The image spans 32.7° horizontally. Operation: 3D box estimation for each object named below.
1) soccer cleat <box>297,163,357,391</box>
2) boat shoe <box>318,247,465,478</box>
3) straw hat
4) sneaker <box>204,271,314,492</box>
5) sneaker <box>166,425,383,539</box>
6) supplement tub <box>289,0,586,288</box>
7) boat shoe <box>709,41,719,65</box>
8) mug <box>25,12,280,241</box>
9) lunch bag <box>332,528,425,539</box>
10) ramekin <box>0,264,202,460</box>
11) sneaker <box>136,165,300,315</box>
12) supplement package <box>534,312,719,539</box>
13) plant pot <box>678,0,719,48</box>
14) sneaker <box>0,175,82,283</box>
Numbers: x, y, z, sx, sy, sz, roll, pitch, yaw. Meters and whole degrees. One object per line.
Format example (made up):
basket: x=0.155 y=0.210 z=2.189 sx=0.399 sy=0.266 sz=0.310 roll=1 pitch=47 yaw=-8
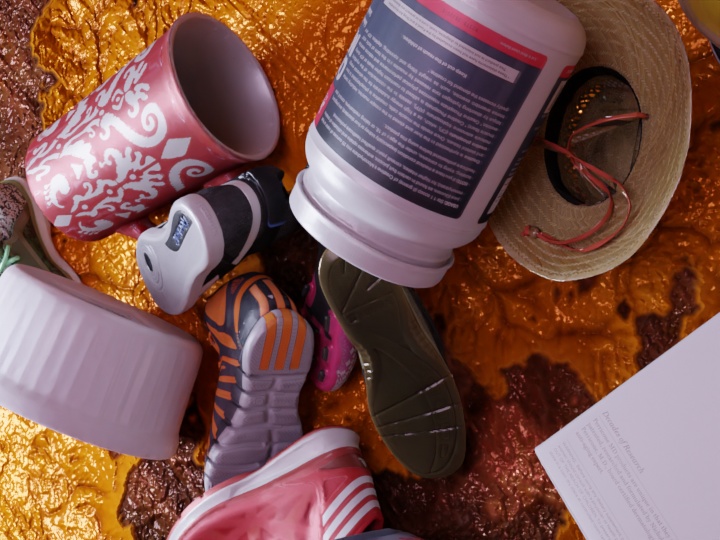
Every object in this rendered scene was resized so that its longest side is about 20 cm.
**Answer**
soccer cleat: x=0.000 y=0.000 z=0.964 sx=0.070 sy=0.085 sz=0.203 roll=37 pitch=128 yaw=55
boat shoe: x=0.030 y=0.057 z=0.915 sx=0.071 sy=0.066 sz=0.203 roll=-19 pitch=109 yaw=19
straw hat: x=0.171 y=-0.089 z=0.853 sx=0.200 sy=0.084 sz=0.204 roll=-11 pitch=75 yaw=47
sneaker: x=-0.093 y=0.093 z=1.012 sx=0.112 sy=0.077 sz=0.202 roll=53 pitch=131 yaw=51
sneaker: x=-0.068 y=0.218 z=0.959 sx=0.199 sy=0.078 sz=0.116 roll=-40 pitch=53 yaw=20
supplement tub: x=0.048 y=-0.106 z=0.824 sx=0.140 sy=0.140 sz=0.202 roll=40 pitch=113 yaw=28
boat shoe: x=0.252 y=-0.194 z=0.825 sx=0.071 sy=0.067 sz=0.203 roll=-25 pitch=70 yaw=35
mug: x=-0.180 y=-0.094 z=1.050 sx=0.198 sy=0.133 sz=0.180 roll=-26 pitch=70 yaw=30
lunch bag: x=0.032 y=0.261 z=0.834 sx=0.168 sy=0.199 sz=0.129 roll=14 pitch=91 yaw=31
ramekin: x=-0.228 y=0.072 z=1.023 sx=0.199 sy=0.200 sz=0.099 roll=23 pitch=88 yaw=31
sneaker: x=-0.107 y=-0.026 z=0.987 sx=0.074 sy=0.111 sz=0.200 roll=64 pitch=154 yaw=2
supplement package: x=0.234 y=0.106 z=0.778 sx=0.200 sy=0.116 sz=0.118 roll=-41 pitch=65 yaw=22
plant pot: x=0.280 y=-0.223 z=0.716 sx=0.199 sy=0.201 sz=0.191 roll=25 pitch=81 yaw=31
sneaker: x=-0.326 y=-0.004 z=1.149 sx=0.077 sy=0.088 sz=0.202 roll=-38 pitch=67 yaw=21
